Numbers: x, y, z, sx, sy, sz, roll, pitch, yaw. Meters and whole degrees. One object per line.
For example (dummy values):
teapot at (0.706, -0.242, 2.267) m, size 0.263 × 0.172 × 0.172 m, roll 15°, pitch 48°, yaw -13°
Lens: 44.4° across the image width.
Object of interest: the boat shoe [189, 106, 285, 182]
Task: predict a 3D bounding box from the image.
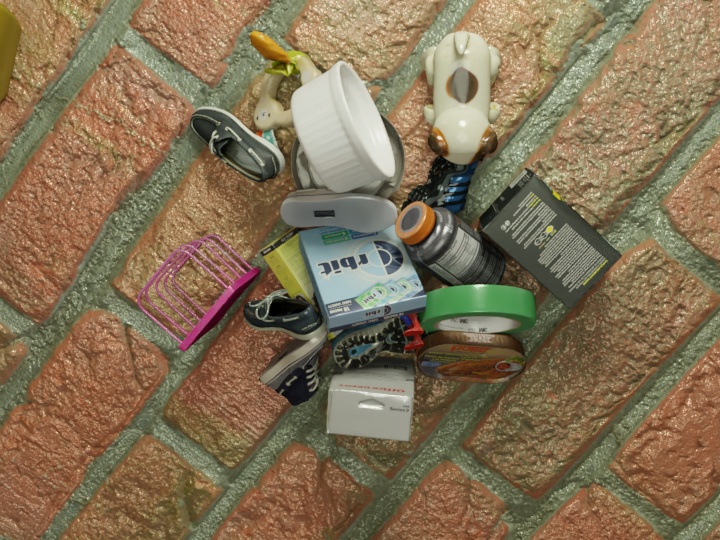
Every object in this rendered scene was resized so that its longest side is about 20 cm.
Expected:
boat shoe at (-0.224, -0.219, 1.524) m, size 0.199 × 0.060 × 0.076 m, roll 28°, pitch 133°, yaw 19°

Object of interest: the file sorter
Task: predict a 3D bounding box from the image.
file sorter at (-0.282, 0.028, 1.535) m, size 0.125 × 0.200 × 0.139 m, roll 41°, pitch 101°, yaw -2°

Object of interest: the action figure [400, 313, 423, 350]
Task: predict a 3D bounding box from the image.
action figure at (0.041, 0.046, 1.531) m, size 0.098 × 0.201 × 0.065 m, roll -8°, pitch 140°, yaw -5°

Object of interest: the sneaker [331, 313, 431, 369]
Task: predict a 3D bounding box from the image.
sneaker at (0.036, 0.108, 1.588) m, size 0.199 × 0.090 × 0.079 m, roll -14°, pitch 111°, yaw -15°

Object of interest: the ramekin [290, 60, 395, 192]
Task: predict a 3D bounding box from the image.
ramekin at (-0.030, -0.223, 1.414) m, size 0.097 × 0.200 × 0.201 m, roll -22°, pitch 99°, yaw 16°

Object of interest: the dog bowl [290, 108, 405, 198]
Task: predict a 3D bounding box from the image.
dog bowl at (-0.020, -0.192, 1.545) m, size 0.199 × 0.059 × 0.201 m, roll 1°, pitch 101°, yaw 3°

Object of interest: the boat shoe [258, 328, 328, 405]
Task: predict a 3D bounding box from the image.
boat shoe at (-0.095, 0.172, 1.587) m, size 0.093 × 0.075 × 0.200 m, roll 42°, pitch 136°, yaw -9°

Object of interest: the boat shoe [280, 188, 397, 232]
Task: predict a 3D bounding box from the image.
boat shoe at (-0.035, -0.113, 1.497) m, size 0.199 × 0.065 × 0.074 m, roll 6°, pitch 126°, yaw 4°

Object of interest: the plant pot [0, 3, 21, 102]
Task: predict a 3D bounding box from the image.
plant pot at (-0.688, -0.377, 1.496) m, size 0.199 × 0.176 × 0.201 m, roll 18°, pitch 101°, yaw 1°

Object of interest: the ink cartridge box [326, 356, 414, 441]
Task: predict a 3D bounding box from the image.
ink cartridge box at (0.020, 0.219, 1.548) m, size 0.145 × 0.200 × 0.085 m, roll 5°, pitch 102°, yaw 3°

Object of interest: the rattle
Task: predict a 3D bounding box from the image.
rattle at (-0.164, -0.283, 1.490) m, size 0.130 × 0.143 × 0.200 m, roll 46°, pitch 110°, yaw 15°

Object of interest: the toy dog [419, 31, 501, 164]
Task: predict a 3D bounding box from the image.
toy dog at (0.173, -0.271, 1.436) m, size 0.139 × 0.194 × 0.201 m, roll 3°, pitch 79°, yaw -5°

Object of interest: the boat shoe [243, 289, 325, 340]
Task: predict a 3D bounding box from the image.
boat shoe at (-0.144, 0.073, 1.551) m, size 0.075 × 0.200 × 0.062 m, roll -40°, pitch 123°, yaw -28°

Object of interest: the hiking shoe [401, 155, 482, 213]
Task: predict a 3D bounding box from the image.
hiking shoe at (0.160, -0.150, 1.545) m, size 0.087 × 0.074 × 0.200 m, roll 38°, pitch 99°, yaw -31°

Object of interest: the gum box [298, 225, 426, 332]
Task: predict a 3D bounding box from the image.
gum box at (0.000, 0.000, 1.497) m, size 0.169 × 0.201 × 0.045 m, roll -11°, pitch 140°, yaw -12°

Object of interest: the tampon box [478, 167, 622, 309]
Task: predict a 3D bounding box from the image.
tampon box at (0.318, -0.058, 1.500) m, size 0.200 × 0.150 × 0.126 m, roll 42°, pitch 101°, yaw -5°

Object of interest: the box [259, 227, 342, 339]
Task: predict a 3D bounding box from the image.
box at (-0.091, 0.024, 1.579) m, size 0.050 × 0.075 × 0.200 m, roll -26°, pitch 101°, yaw 50°

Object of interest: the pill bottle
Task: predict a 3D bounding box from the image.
pill bottle at (0.149, -0.038, 1.498) m, size 0.200 × 0.106 × 0.106 m, roll 35°, pitch 103°, yaw -33°

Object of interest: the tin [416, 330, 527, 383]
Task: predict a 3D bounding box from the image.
tin at (0.197, 0.153, 1.569) m, size 0.199 × 0.042 × 0.112 m, roll 6°, pitch 143°, yaw -9°

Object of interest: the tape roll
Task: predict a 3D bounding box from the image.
tape roll at (0.199, 0.071, 1.508) m, size 0.199 × 0.201 × 0.048 m, roll 0°, pitch 74°, yaw 4°
